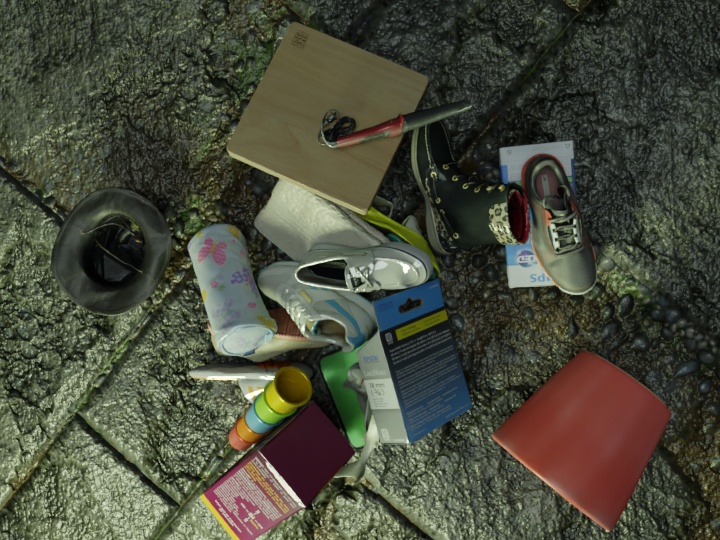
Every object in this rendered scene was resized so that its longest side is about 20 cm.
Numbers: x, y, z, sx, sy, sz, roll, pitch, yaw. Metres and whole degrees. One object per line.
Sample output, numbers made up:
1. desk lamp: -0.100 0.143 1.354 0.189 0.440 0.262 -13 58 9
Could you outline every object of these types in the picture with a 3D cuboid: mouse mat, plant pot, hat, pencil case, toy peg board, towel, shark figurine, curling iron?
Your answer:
1. mouse mat: 0.048 0.177 1.059 0.200 0.008 0.161 -21 90 10
2. plant pot: 0.311 0.221 0.931 0.200 0.200 0.177 38 89 5
3. hat: -0.385 -0.030 1.086 0.200 0.081 0.201 0 90 2
4. pencil case: -0.193 0.026 1.015 0.091 0.083 0.200 -19 61 -10
5. toy peg board: -0.041 -0.193 0.920 0.200 0.098 0.199 24 81 4
6. towel: -0.056 -0.053 1.015 0.200 0.034 0.133 39 130 0
7. shark figurine: -0.001 0.214 1.043 0.089 0.128 0.215 19 117 33
8. curling iron: 0.043 -0.191 0.855 0.200 0.026 0.050 -11 83 -1

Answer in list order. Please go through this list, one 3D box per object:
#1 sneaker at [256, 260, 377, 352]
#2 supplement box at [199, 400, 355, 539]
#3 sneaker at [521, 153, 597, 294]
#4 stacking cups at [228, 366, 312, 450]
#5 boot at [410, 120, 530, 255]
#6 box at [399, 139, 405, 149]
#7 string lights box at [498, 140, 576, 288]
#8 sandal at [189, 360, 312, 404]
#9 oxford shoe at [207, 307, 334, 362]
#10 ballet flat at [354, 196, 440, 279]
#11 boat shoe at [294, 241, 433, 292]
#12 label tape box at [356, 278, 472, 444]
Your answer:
1. sneaker: -0.074 0.051 1.020 0.200 0.081 0.077 24 133 16
2. supplement box: -0.124 0.299 0.997 0.103 0.131 0.200 50 131 5
3. sneaker: 0.262 -0.060 0.906 0.077 0.082 0.200 -21 90 10
4. stacking cups: -0.141 0.210 1.011 0.061 0.061 0.200 48 135 4
5. boot: 0.154 -0.123 0.950 0.154 0.073 0.204 -1 102 49
6. box: -0.042 -0.216 1.002 0.200 0.095 0.100 37 98 5
7. string lights box: 0.257 -0.079 0.978 0.103 0.059 0.200 -4 93 10
8. sandal: -0.169 0.177 1.067 0.207 0.079 0.059 -2 95 19
9. oxford shoe: -0.136 0.104 1.067 0.200 0.071 0.074 4 122 7
10. ballet flat: 0.045 -0.065 1.019 0.200 0.067 0.067 32 70 8
11. boat shoe: 0.000 0.000 0.953 0.200 0.066 0.072 8 124 24
12. label tape box: 0.072 0.127 0.975 0.063 0.144 0.200 -14 92 48
